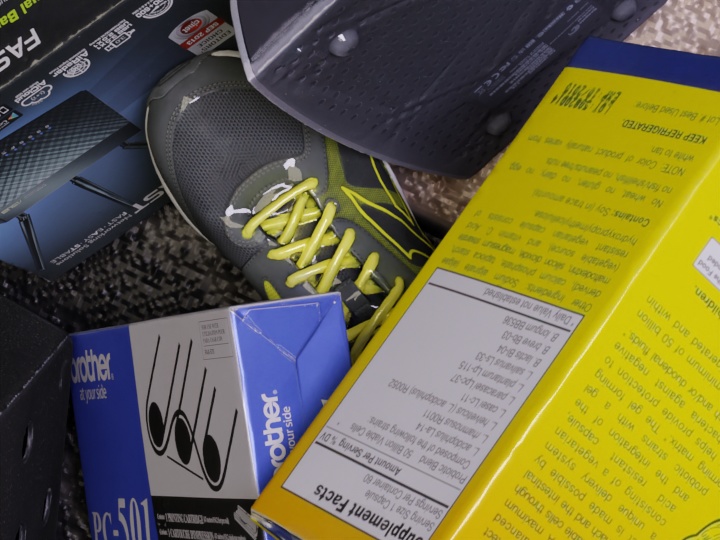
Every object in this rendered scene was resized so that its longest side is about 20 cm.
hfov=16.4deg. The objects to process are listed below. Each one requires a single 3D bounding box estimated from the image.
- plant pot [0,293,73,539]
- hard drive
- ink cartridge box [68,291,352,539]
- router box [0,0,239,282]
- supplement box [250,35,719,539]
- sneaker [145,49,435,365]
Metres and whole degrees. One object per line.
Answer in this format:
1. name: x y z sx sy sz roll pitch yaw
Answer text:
1. plant pot: -0.213 0.088 0.950 0.177 0.200 0.200 8 106 5
2. hard drive: 0.037 -0.099 0.887 0.135 0.200 0.042 -42 69 13
3. ink cartridge box: -0.057 0.062 0.922 0.044 0.200 0.094 -8 89 -23
4. router box: -0.089 -0.085 0.939 0.200 0.150 0.062 -33 68 13
5. supplement box: 0.079 0.039 0.803 0.110 0.109 0.200 41 80 -28
6. sneaker: 0.000 0.000 0.920 0.074 0.085 0.200 -42 112 4
